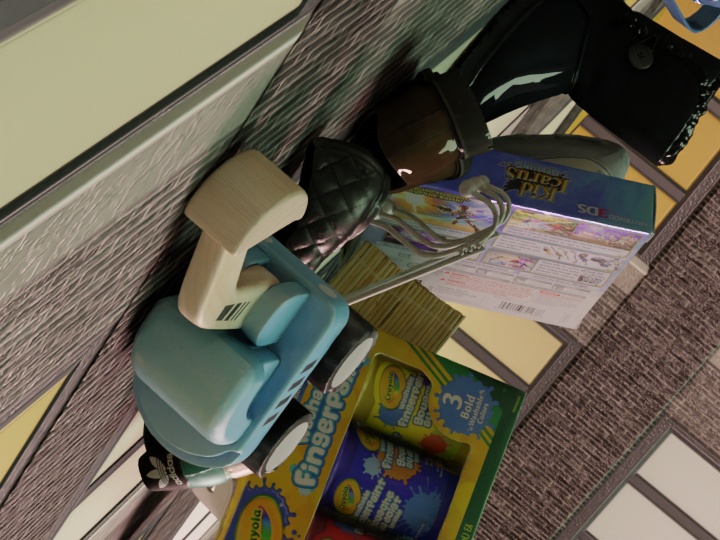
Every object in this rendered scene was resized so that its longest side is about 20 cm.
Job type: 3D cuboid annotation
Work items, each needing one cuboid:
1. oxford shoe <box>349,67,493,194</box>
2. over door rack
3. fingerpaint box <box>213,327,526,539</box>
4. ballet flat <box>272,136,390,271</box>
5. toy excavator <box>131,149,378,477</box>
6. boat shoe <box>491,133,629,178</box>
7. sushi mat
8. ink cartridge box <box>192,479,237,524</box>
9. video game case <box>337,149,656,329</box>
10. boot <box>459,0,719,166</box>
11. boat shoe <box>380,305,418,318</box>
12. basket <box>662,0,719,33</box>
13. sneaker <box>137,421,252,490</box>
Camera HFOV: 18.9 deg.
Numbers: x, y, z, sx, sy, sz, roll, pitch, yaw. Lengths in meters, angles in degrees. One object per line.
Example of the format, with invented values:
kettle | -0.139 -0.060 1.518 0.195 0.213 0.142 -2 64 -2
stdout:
oxford shoe | 0.028 -0.085 1.386 0.084 0.073 0.200 -25 177 -3
over door rack | 0.000 0.000 1.377 0.200 0.067 0.148 -34 179 9
fingerpaint box | 0.002 0.148 1.524 0.073 0.166 0.201 137 -24 -76
ballet flat | -0.060 -0.004 1.279 0.200 0.057 0.067 -48 -156 24
toy excavator | -0.067 0.025 1.143 0.195 0.100 0.200 -54 166 17
boat shoe | 0.123 -0.073 1.708 0.200 0.070 0.072 1 -147 38
sushi mat | -0.020 0.080 1.579 0.200 0.096 0.012 -50 179 -13
ink cartridge box | -0.029 0.180 1.634 0.129 0.199 0.126 106 -13 -64
video game case | 0.099 -0.028 1.631 0.181 0.199 0.046 121 -21 -63
boot | 0.170 -0.135 1.626 0.200 0.168 0.076 -48 173 -32
boat shoe | -0.022 0.070 1.680 0.199 0.074 0.066 -46 -151 34
basket | 0.247 -0.262 1.446 0.177 0.139 0.200 -51 145 4
sneaker | -0.104 0.090 1.422 0.080 0.072 0.200 -17 -168 6
